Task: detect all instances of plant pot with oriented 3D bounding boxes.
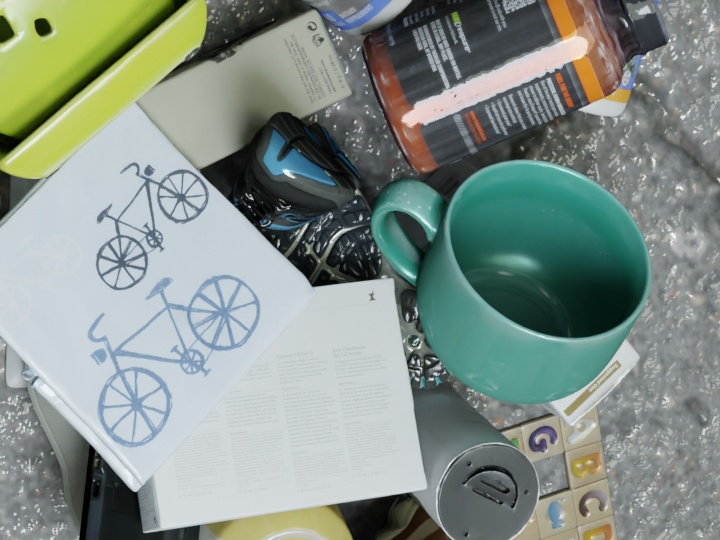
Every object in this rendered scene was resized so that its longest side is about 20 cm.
[{"bbox_3d":[-0.218,-0.182,1.536,0.199,0.200,0.182,-40,110,-4],"label":"plant pot"}]

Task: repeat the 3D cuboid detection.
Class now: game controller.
[{"bbox_3d":[-0.150,0.132,1.660,0.104,0.042,0.202,17,71,-40],"label":"game controller"}]

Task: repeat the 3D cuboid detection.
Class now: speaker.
[{"bbox_3d":[0.060,0.132,1.736,0.081,0.200,0.082,-5,107,-18],"label":"speaker"}]

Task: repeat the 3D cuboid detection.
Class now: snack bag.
[{"bbox_3d":[-0.155,0.013,1.578,0.200,0.021,0.189,46,70,-11],"label":"snack bag"}]

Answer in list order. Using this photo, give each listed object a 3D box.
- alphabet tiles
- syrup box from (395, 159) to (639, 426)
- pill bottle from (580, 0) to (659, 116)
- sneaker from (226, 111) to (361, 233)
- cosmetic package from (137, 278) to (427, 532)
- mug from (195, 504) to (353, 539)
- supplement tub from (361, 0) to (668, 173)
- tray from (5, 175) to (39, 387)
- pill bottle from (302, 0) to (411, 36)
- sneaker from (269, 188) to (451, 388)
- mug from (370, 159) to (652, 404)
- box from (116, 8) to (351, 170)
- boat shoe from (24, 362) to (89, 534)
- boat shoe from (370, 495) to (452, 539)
[{"bbox_3d":[0.128,0.220,1.894,0.166,0.008,0.202,-17,110,-15],"label":"alphabet tiles"},{"bbox_3d":[0.116,0.016,1.790,0.081,0.079,0.200,-44,115,-4],"label":"syrup box"},{"bbox_3d":[0.169,-0.223,1.721,0.111,0.112,0.202,12,102,-22],"label":"pill bottle"},{"bbox_3d":[-0.050,-0.055,1.611,0.082,0.200,0.073,-38,84,5],"label":"sneaker"},{"bbox_3d":[-0.063,0.092,1.640,0.198,0.052,0.152,-6,84,-22],"label":"cosmetic package"},{"bbox_3d":[-0.078,0.185,1.729,0.148,0.153,0.188,-22,112,-12],"label":"mug"},{"bbox_3d":[0.108,-0.150,1.627,0.199,0.107,0.108,-22,113,7],"label":"supplement tub"},{"bbox_3d":[-0.199,-0.011,1.699,0.106,0.022,0.202,-2,106,-18],"label":"tray"},{"bbox_3d":[-0.047,-0.261,1.630,0.199,0.114,0.114,35,92,-25],"label":"pill bottle"},{"bbox_3d":[0.000,0.000,1.751,0.077,0.086,0.201,-35,92,8],"label":"sneaker"},{"bbox_3d":[0.106,0.005,1.668,0.151,0.185,0.115,-25,156,-30],"label":"mug"},{"bbox_3d":[-0.113,-0.111,1.653,0.199,0.082,0.069,-27,100,-18],"label":"box"},{"bbox_3d":[-0.184,0.105,1.696,0.060,0.073,0.202,-30,107,-54],"label":"boat shoe"},{"bbox_3d":[0.037,0.231,1.758,0.073,0.200,0.076,20,115,6],"label":"boat shoe"}]
